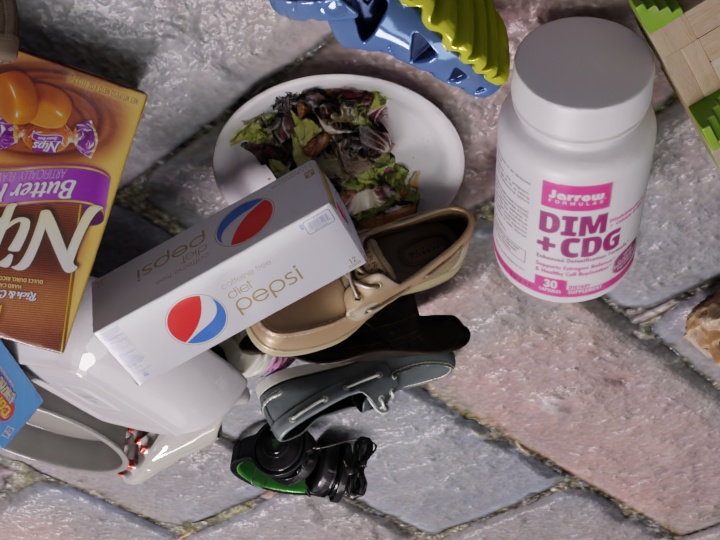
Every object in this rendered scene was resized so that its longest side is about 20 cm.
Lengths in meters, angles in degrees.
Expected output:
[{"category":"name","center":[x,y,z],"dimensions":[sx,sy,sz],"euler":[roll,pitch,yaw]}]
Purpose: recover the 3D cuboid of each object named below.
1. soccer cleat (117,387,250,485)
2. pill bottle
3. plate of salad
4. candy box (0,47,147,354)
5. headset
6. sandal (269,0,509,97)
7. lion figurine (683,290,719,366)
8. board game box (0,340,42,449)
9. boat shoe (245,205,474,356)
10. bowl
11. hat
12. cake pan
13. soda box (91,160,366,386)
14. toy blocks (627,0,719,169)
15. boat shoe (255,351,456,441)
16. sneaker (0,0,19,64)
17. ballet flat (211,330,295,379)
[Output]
[{"category":"soccer cleat","center":[-0.187,0.169,1.190],"dimensions":[0.077,0.070,0.200],"euler":[20,134,-28]},{"category":"pill bottle","center":[0.156,-0.078,0.847],"dimensions":[0.113,0.114,0.201],"euler":[-3,141,3]},{"category":"plate of salad","center":[-0.017,-0.072,0.905],"dimensions":[0.199,0.048,0.201],"euler":[0,141,0]},{"category":"candy box","center":[-0.241,-0.052,0.827],"dimensions":[0.116,0.056,0.201],"euler":[17,98,-21]},{"category":"headset","center":[-0.057,0.215,1.225],"dimensions":[0.123,0.094,0.200],"euler":[28,144,-32]},{"category":"sandal","center":[0.015,-0.176,0.761],"dimensions":[0.200,0.080,0.087],"euler":[32,135,-23]},{"category":"lion figurine","center":[0.391,0.018,1.020],"dimensions":[0.122,0.073,0.200],"euler":[30,118,-19]},{"category":"board game box","center":[-0.388,0.044,0.964],"dimensions":[0.195,0.056,0.200],"euler":[20,148,26]},{"category":"boat shoe","center":[0.000,0.000,0.897],"dimensions":[0.199,0.071,0.065],"euler":[-28,163,-22]},{"category":"bowl","center":[-0.221,0.080,1.005],"dimensions":[0.199,0.075,0.200],"euler":[2,151,43]},{"category":"hat","center":[-0.006,0.024,0.990],"dimensions":[0.199,0.201,0.081],"euler":[-3,97,0]},{"category":"cake pan","center":[-0.320,0.148,1.141],"dimensions":[0.199,0.037,0.201],"euler":[12,154,6]},{"category":"soda box","center":[-0.100,0.001,0.858],"dimensions":[0.199,0.068,0.064],"euler":[-28,126,5]},{"category":"toy blocks","center":[0.273,-0.161,0.778],"dimensions":[0.136,0.100,0.200],"euler":[-30,135,16]},{"category":"boat shoe","center":[0.002,0.117,1.102],"dimensions":[0.199,0.062,0.073],"euler":[-11,149,-13]},{"category":"sneaker","center":[-0.310,-0.175,0.768],"dimensions":[0.199,0.076,0.070],"euler":[4,-173,20]},{"category":"ballet flat","center":[-0.137,0.057,1.038],"dimensions":[0.199,0.071,0.069],"euler":[26,96,-27]}]
